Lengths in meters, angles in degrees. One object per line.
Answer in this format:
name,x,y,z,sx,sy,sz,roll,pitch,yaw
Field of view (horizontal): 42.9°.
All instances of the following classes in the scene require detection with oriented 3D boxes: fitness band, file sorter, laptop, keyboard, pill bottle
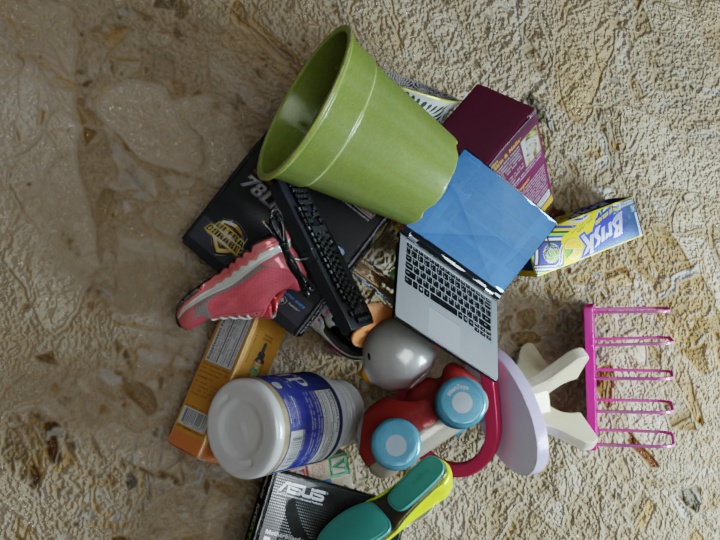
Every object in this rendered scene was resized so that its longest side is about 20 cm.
fitness band,0.124,0.187,1.275,0.142,0.037,0.202,-5,92,19
file sorter,0.392,0.151,1.337,0.124,0.139,0.203,-2,89,16
laptop,0.146,-0.004,1.129,0.187,0.115,0.202,32,45,-30
keyboard,-0.054,-0.018,1.087,0.127,0.021,0.201,-16,76,-60
pill bottle,-0.086,0.190,1.162,0.199,0.119,0.121,3,87,-56

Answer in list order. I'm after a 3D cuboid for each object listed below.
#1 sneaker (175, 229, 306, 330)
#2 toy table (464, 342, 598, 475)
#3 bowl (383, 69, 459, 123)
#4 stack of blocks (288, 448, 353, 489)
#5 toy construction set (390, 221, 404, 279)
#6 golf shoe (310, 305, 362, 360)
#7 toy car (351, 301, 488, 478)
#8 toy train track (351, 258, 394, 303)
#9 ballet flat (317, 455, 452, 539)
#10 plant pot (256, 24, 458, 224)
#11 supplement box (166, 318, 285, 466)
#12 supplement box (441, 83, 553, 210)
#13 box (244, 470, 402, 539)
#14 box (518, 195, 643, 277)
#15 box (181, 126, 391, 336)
sneaker,-0.147,0.034,1.118,0.199,0.074,0.087,-34,94,27
toy table,0.241,0.187,1.296,0.116,0.184,0.201,-7,58,-25
bowl,0.025,-0.214,1.227,0.199,0.201,0.095,12,107,-19
stack of blocks,-0.036,0.346,1.244,0.114,0.058,0.202,-12,93,-20
toy construction set,0.062,-0.063,1.256,0.131,0.091,0.201,-49,122,-45
golf shoe,-0.054,0.040,1.227,0.200,0.092,0.073,44,78,-12
toy car,0.045,0.139,1.167,0.176,0.184,0.201,-31,78,-6
toy train track,0.000,0.000,1.221,0.199,0.033,0.115,36,78,1
ballet flat,0.037,0.314,1.163,0.199,0.067,0.067,-33,135,-13
plant pot,0.009,-0.150,1.080,0.189,0.200,0.202,29,80,-20
supplement box,-0.171,0.145,1.186,0.066,0.068,0.202,36,76,-53
supplement box,0.177,-0.129,1.255,0.131,0.103,0.201,-48,146,-15
box,-0.055,0.372,1.181,0.198,0.047,0.195,20,83,-19
box,0.320,-0.052,1.375,0.198,0.070,0.065,-20,98,-19
box,-0.093,-0.053,1.179,0.200,0.050,0.199,40,92,9
